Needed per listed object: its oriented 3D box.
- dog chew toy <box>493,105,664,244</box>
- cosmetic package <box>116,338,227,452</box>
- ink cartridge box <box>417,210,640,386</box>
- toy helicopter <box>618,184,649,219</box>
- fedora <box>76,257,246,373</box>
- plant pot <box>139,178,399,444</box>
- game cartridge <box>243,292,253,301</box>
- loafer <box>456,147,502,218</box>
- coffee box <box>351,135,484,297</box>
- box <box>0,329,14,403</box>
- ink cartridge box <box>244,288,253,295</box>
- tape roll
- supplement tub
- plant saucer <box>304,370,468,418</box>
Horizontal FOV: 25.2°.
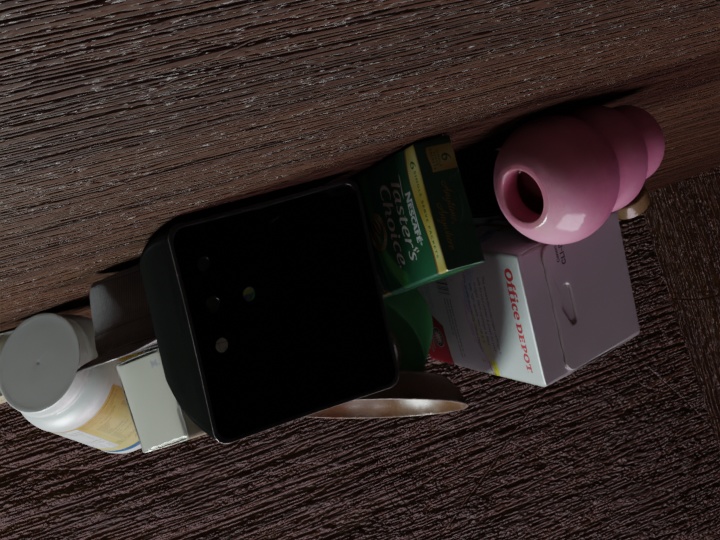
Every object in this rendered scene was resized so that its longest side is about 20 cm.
[{"bbox_3d":[0.223,-0.104,1.577,0.199,0.125,0.124,-26,-177,-38],"label":"dog chew toy"},{"bbox_3d":[-0.168,0.126,1.776,0.071,0.106,0.199,-21,174,33],"label":"cosmetic package"},{"bbox_3d":[0.167,0.016,1.687,0.144,0.147,0.199,-25,-160,-30],"label":"ink cartridge box"},{"bbox_3d":[0.238,-0.097,1.794,0.199,0.079,0.132,14,-126,41],"label":"toy helicopter"},{"bbox_3d":[-0.219,0.035,1.710,0.199,0.091,0.176,-17,178,-34],"label":"fedora"},{"bbox_3d":[-0.108,0.033,1.538,0.198,0.202,0.177,-17,-171,-29],"label":"plant pot"},{"bbox_3d":[-0.111,0.047,1.894,0.128,0.039,0.200,-16,172,5],"label":"game cartridge"},{"bbox_3d":[0.140,-0.089,1.692,0.199,0.073,0.072,-16,169,-36],"label":"loafer"},{"bbox_3d":[0.040,-0.044,1.516,0.044,0.124,0.200,-13,177,-25],"label":"coffee box"},{"bbox_3d":[-0.479,0.132,2.109,0.094,0.078,0.200,-17,177,-24],"label":"box"},{"bbox_3d":[-0.172,0.034,1.967,0.198,0.047,0.198,-14,175,-16],"label":"ink cartridge box"},{"bbox_3d":[-0.023,0.062,1.718,0.199,0.200,0.048,-20,-142,35],"label":"tape roll"},{"bbox_3d":[-0.337,0.138,1.987,0.144,0.146,0.200,-19,155,21],"label":"supplement tub"},{"bbox_3d":[0.011,0.127,1.656,0.198,0.035,0.200,-1,169,0],"label":"plant saucer"}]
